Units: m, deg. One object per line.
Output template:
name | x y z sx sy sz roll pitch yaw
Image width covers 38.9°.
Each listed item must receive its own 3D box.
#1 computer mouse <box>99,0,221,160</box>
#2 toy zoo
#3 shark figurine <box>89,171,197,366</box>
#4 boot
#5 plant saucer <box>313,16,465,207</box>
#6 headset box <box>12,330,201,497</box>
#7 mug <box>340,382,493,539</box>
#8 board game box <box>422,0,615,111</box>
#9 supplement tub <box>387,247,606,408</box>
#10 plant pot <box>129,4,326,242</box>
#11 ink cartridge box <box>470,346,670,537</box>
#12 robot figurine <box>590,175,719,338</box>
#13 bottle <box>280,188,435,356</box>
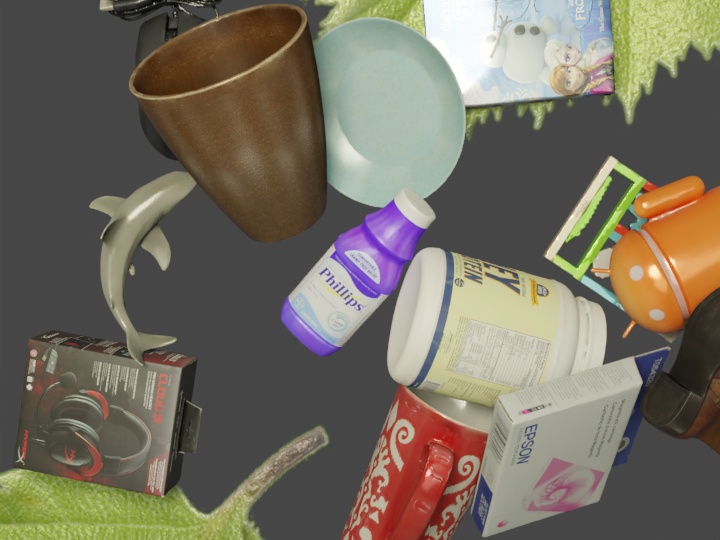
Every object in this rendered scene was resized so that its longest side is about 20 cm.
computer mouse | -0.211 -0.222 1.118 0.137 0.053 0.203 -6 95 5
toy zoo | 0.316 -0.014 1.106 0.199 0.020 0.132 33 97 1
shark figurine | -0.261 -0.012 1.117 0.126 0.089 0.217 9 86 7
boot | 0.393 0.105 1.032 0.068 0.199 0.190 37 101 46
plant saucer | 0.025 -0.169 1.087 0.199 0.039 0.204 11 115 23
headset box | -0.276 0.161 1.148 0.197 0.075 0.151 11 96 4
mug | 0.052 0.229 1.084 0.133 0.177 0.202 30 103 29
board game box | 0.164 -0.279 1.084 0.196 0.043 0.203 -5 95 7
supplement tub | 0.139 0.068 1.060 0.198 0.145 0.147 15 97 -8
plant pot | -0.109 -0.138 1.047 0.185 0.188 0.202 -18 122 6
ink cartridge box | 0.217 0.178 1.034 0.198 0.044 0.198 -13 136 -16
robot figurine | 0.341 -0.009 1.036 0.198 0.117 0.144 -26 137 7
bottle | 0.000 0.000 1.095 0.083 0.065 0.200 42 111 -1
